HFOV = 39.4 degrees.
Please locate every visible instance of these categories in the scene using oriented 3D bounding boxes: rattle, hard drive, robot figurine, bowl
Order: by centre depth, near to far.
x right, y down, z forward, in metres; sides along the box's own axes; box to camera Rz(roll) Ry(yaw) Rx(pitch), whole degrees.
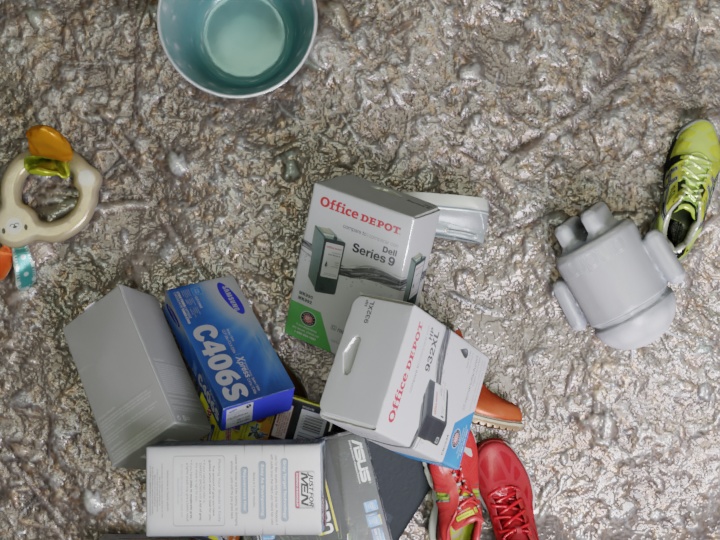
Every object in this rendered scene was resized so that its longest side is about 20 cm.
[{"bbox_3d":[-0.416,-0.071,1.260,0.130,0.143,0.201,41,82,-18],"label":"rattle"},{"bbox_3d":[0.008,0.294,1.273,0.139,0.033,0.201,34,88,-30],"label":"hard drive"},{"bbox_3d":[0.325,0.015,1.277,0.169,0.113,0.201,-32,88,37],"label":"robot figurine"},{"bbox_3d":[-0.153,-0.310,1.284,0.198,0.105,0.204,0,89,-1],"label":"bowl"}]

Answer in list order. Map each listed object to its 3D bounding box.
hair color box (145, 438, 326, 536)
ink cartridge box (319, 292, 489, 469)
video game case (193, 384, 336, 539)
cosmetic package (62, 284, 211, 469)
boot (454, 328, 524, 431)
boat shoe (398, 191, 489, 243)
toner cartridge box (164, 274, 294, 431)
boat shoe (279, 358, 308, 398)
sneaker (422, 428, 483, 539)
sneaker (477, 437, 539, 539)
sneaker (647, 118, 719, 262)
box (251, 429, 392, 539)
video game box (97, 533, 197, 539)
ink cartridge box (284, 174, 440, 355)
[{"bbox_3d":[-0.139,0.244,1.134,0.197,0.061,0.101,-1,85,4],"label":"hair color box"},{"bbox_3d":[0.056,0.131,1.156,0.083,0.200,0.147,9,74,36],"label":"ink cartridge box"},{"bbox_3d":[-0.136,0.242,1.233,0.178,0.025,0.203,16,87,10],"label":"video game case"},{"bbox_3d":[-0.277,0.131,1.236,0.106,0.090,0.202,-33,64,15],"label":"cosmetic package"},{"bbox_3d":[0.131,0.136,1.293,0.198,0.075,0.108,26,83,1],"label":"boot"},{"bbox_3d":[0.068,-0.062,1.297,0.198,0.070,0.073,2,87,-2],"label":"boat shoe"},{"bbox_3d":[-0.164,0.096,1.233,0.094,0.044,0.201,-13,49,-27],"label":"toner cartridge box"},{"bbox_3d":[-0.092,0.201,1.284,0.075,0.074,0.202,-25,89,0],"label":"boat shoe"},{"bbox_3d":[0.127,0.282,1.258,0.076,0.085,0.203,-11,108,-14],"label":"sneaker"},{"bbox_3d":[0.198,0.314,1.264,0.077,0.116,0.202,-19,89,-1],"label":"sneaker"},{"bbox_3d":[0.428,-0.099,1.301,0.074,0.076,0.203,14,87,1],"label":"sneaker"},{"bbox_3d":[-0.048,0.300,1.178,0.159,0.049,0.203,-14,84,-1],"label":"box"},{"bbox_3d":[-0.247,0.443,1.290,0.179,0.047,0.203,0,88,-3],"label":"video game box"},{"bbox_3d":[0.000,0.000,1.236,0.145,0.084,0.203,20,110,23],"label":"ink cartridge box"}]
